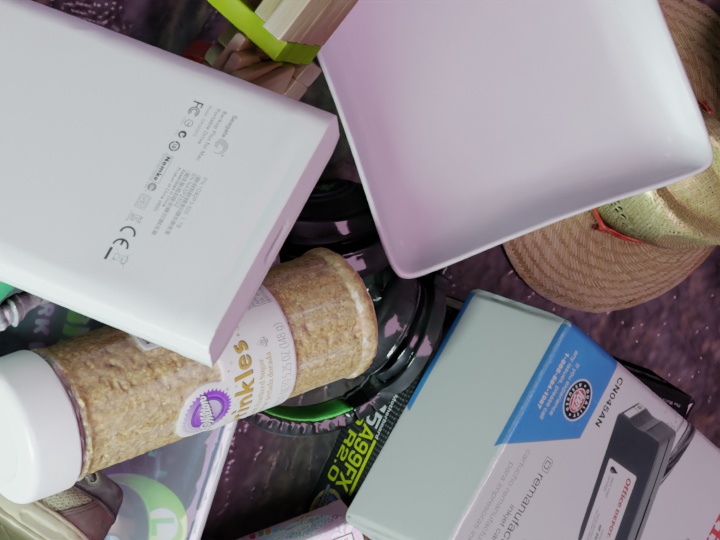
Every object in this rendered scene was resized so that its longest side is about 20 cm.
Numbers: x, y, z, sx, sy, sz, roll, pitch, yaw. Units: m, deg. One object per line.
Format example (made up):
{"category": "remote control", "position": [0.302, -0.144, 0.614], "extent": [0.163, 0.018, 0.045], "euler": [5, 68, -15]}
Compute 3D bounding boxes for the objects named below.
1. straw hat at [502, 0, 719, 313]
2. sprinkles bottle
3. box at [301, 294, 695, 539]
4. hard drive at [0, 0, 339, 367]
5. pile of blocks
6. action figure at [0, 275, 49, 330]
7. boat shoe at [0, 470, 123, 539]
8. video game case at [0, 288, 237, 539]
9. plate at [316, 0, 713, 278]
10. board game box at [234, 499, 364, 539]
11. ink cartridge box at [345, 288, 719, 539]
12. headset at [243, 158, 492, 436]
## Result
{"category": "straw hat", "position": [0.170, -0.054, 1.562], "extent": [0.200, 0.085, 0.202], "euler": [-13, 115, -28]}
{"category": "sprinkles bottle", "position": [-0.089, 0.048, 1.348], "extent": [0.199, 0.068, 0.069], "euler": [-20, 119, -31]}
{"category": "box", "position": [0.078, 0.111, 1.600], "extent": [0.199, 0.044, 0.161], "euler": [21, 97, -36]}
{"category": "hard drive", "position": [-0.127, -0.049, 1.297], "extent": [0.132, 0.199, 0.026], "euler": [-62, 162, -24]}
{"category": "pile of blocks", "position": [-0.067, -0.095, 1.375], "extent": [0.082, 0.062, 0.200], "euler": [-30, 156, -50]}
{"category": "action figure", "position": [-0.176, -0.010, 1.327], "extent": [0.200, 0.118, 0.055], "euler": [-53, 148, -19]}
{"category": "boat shoe", "position": [-0.203, 0.074, 1.363], "extent": [0.201, 0.072, 0.066], "euler": [38, 55, -4]}
{"category": "video game case", "position": [-0.154, 0.075, 1.417], "extent": [0.181, 0.023, 0.201], "euler": [15, 101, -16]}
{"category": "plate", "position": [0.065, -0.116, 1.462], "extent": [0.199, 0.032, 0.201], "euler": [-20, 89, -23]}
{"category": "board game box", "position": [-0.070, 0.251, 1.517], "extent": [0.198, 0.043, 0.201], "euler": [-20, 106, -12]}
{"category": "ink cartridge box", "position": [0.109, 0.125, 1.528], "extent": [0.200, 0.084, 0.145], "euler": [38, 76, -40]}
{"category": "headset", "position": [0.000, 0.000, 1.496], "extent": [0.200, 0.094, 0.124], "euler": [-33, 112, -1]}
